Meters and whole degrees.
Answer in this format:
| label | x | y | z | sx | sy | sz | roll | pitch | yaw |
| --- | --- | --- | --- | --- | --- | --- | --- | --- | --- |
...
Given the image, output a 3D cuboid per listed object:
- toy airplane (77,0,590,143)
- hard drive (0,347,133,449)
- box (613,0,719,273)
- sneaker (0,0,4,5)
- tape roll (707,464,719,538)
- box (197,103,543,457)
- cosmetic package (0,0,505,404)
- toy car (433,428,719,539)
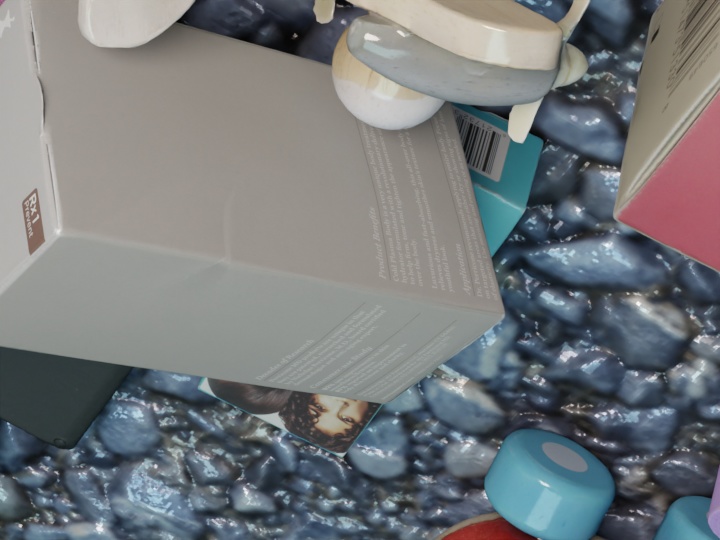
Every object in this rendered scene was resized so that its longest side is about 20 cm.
| label | x | y | z | sx | sy | sz | roll | pitch | yaw |
| --- | --- | --- | --- | --- | --- | --- | --- | --- | --- |
| toy airplane | -0.005 | -0.109 | 0.689 | 0.199 | 0.200 | 0.141 | 1 | 122 | 18 |
| hard drive | -0.160 | -0.002 | 0.963 | 0.139 | 0.033 | 0.200 | 29 | 133 | -12 |
| box | 0.209 | -0.048 | 0.730 | 0.200 | 0.128 | 0.109 | 25 | 135 | -8 |
| sneaker | -0.134 | -0.164 | 0.763 | 0.088 | 0.081 | 0.200 | 3 | 134 | 14 |
| tape roll | 0.253 | 0.101 | 0.849 | 0.200 | 0.066 | 0.200 | 15 | 165 | 4 |
| box | 0.000 | 0.000 | 0.905 | 0.082 | 0.049 | 0.200 | 26 | 136 | -7 |
| cosmetic package | -0.053 | -0.023 | 0.732 | 0.200 | 0.107 | 0.090 | 11 | 145 | -34 |
| toy car | 0.100 | 0.209 | 0.931 | 0.177 | 0.200 | 0.185 | 23 | 109 | -4 |
